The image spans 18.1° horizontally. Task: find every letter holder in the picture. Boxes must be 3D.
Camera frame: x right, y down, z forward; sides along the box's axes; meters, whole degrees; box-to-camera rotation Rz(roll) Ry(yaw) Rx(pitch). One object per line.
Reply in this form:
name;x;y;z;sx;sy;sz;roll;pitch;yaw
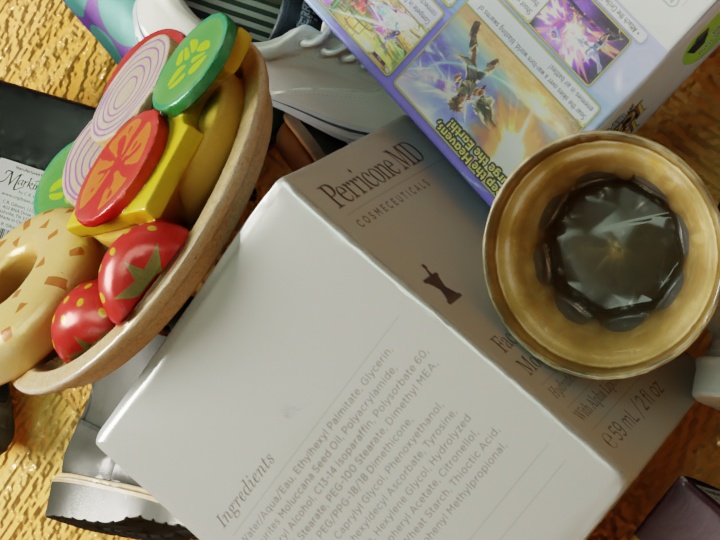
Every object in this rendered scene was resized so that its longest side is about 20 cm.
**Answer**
letter holder;-0.174;-0.036;1.218;0.199;0.142;0.101;17;85;19

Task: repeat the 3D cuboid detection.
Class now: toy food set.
toy food set;-0.112;-0.032;1.045;0.200;0.049;0.199;-11;49;58

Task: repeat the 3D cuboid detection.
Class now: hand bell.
hand bell;0.126;-0.014;1.037;0.103;0.200;0.105;1;95;14

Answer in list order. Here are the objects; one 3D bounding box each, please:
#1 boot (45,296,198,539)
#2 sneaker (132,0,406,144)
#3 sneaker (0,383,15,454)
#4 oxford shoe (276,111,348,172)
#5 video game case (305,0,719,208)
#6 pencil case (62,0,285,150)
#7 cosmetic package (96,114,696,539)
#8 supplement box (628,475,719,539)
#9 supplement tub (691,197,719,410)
boot;-0.073;0.074;1.193;0.199;0.077;0.139;3;75;27
sneaker;-0.019;-0.112;1.146;0.198;0.071;0.074;12;72;-4
sneaker;-0.226;0.007;1.290;0.090;0.066;0.201;-32;63;20
oxford shoe;0.000;0.000;1.172;0.071;0.071;0.201;-39;64;20
video game case;0.075;-0.151;1.049;0.181;0.045;0.200;-46;67;13
pencil case;-0.107;-0.150;1.253;0.092;0.085;0.200;-32;63;-13
cosmetic package;0.022;0.063;1.040;0.200;0.165;0.165;41;114;7
supplement box;0.190;0.206;1.002;0.200;0.103;0.131;42;99;29
supplement tub;0.231;-0.026;1.013;0.140;0.140;0.201;12;84;29
